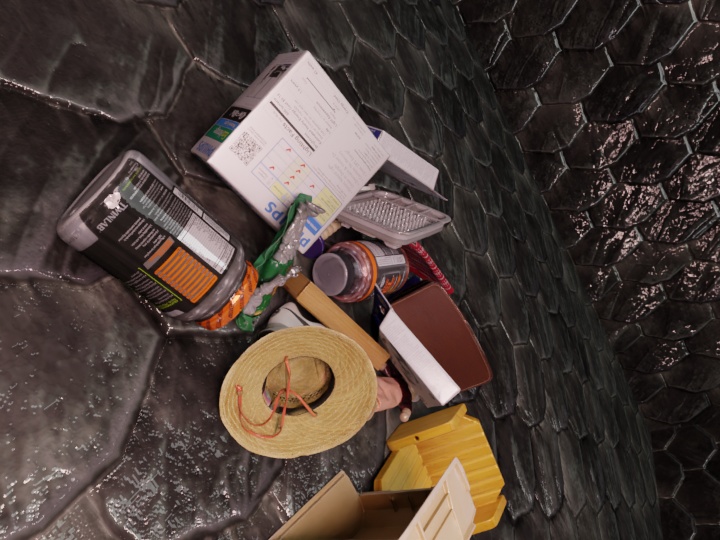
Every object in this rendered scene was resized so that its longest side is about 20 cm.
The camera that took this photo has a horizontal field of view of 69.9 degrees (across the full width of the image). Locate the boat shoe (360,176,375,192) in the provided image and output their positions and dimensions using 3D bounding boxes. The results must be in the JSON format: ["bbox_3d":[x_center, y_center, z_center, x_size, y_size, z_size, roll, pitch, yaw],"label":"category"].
[{"bbox_3d":[-0.015,-0.171,0.942,0.200,0.075,0.061,-68,150,-78],"label":"boat shoe"}]

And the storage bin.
[{"bbox_3d":[0.024,0.331,0.662,0.198,0.199,0.094,-20,90,-58],"label":"storage bin"}]

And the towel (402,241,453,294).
[{"bbox_3d":[0.103,-0.027,1.036,0.023,0.144,0.200,-51,139,-5],"label":"towel"}]

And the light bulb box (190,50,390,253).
[{"bbox_3d":[-0.102,-0.172,0.757,0.200,0.125,0.198,-48,122,-6],"label":"light bulb box"}]

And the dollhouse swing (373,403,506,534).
[{"bbox_3d":[0.140,0.368,0.859,0.176,0.180,0.201,-33,101,-78],"label":"dollhouse swing"}]

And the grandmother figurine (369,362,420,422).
[{"bbox_3d":[0.054,0.213,0.916,0.199,0.060,0.122,15,51,-55],"label":"grandmother figurine"}]

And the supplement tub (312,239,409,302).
[{"bbox_3d":[0.000,0.000,0.913,0.199,0.106,0.108,-8,78,-58],"label":"supplement tub"}]

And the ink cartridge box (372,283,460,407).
[{"bbox_3d":[0.069,0.131,0.837,0.200,0.040,0.200,51,-9,14],"label":"ink cartridge box"}]

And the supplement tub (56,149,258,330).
[{"bbox_3d":[-0.219,-0.026,0.586,0.200,0.122,0.123,46,38,-32],"label":"supplement tub"}]

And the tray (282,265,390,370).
[{"bbox_3d":[-0.043,0.076,0.817,0.037,0.099,0.200,-48,122,-7],"label":"tray"}]

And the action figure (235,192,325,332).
[{"bbox_3d":[-0.114,-0.002,0.689,0.054,0.201,0.118,32,16,3],"label":"action figure"}]

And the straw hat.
[{"bbox_3d":[-0.083,0.141,0.677,0.202,0.200,0.085,54,5,-21],"label":"straw hat"}]

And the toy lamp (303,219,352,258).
[{"bbox_3d":[-0.045,-0.084,0.944,0.058,0.058,0.200,60,33,-13],"label":"toy lamp"}]

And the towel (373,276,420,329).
[{"bbox_3d":[0.103,0.111,1.064,0.148,0.049,0.200,58,33,-2],"label":"towel"}]

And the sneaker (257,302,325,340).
[{"bbox_3d":[-0.061,0.129,0.776,0.201,0.074,0.089,54,37,-23],"label":"sneaker"}]

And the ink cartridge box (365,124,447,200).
[{"bbox_3d":[0.049,-0.210,0.946,0.199,0.044,0.196,24,8,-39],"label":"ink cartridge box"}]

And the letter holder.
[{"bbox_3d":[0.154,0.115,0.952,0.201,0.142,0.100,59,32,-1],"label":"letter holder"}]

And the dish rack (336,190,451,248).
[{"bbox_3d":[0.053,-0.092,0.929,0.199,0.171,0.044,-21,132,-55],"label":"dish rack"}]
